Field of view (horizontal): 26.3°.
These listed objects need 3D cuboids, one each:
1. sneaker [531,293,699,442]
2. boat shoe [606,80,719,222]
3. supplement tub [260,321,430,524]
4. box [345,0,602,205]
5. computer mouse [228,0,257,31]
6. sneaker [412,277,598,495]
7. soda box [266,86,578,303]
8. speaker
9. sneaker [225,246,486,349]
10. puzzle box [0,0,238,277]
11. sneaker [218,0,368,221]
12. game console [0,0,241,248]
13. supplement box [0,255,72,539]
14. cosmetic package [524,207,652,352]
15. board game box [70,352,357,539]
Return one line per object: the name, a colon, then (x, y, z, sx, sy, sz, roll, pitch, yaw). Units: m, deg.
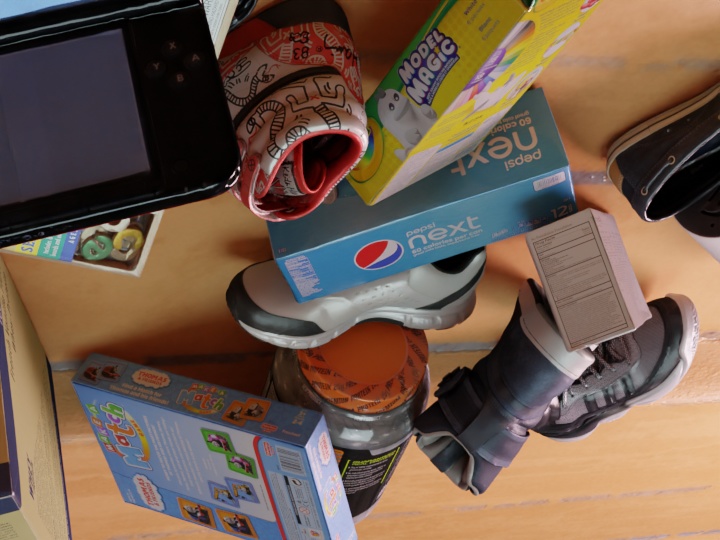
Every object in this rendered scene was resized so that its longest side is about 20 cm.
sneaker: (0.182, 0.081, 1.264, 0.113, 0.076, 0.200, 7, 145, -35)
boat shoe: (0.259, -0.096, 1.035, 0.199, 0.063, 0.074, -30, 143, 21)
supplement tub: (-0.018, 0.108, 1.181, 0.121, 0.124, 0.201, -3, 147, -18)
box: (0.072, -0.127, 0.875, 0.117, 0.049, 0.200, -30, 168, -46)
computer mouse: (-0.150, -0.137, 0.839, 0.198, 0.034, 0.059, -13, 128, -12)
sneaker: (0.107, 0.086, 1.149, 0.147, 0.077, 0.202, -50, 175, 11)
soda box: (0.038, -0.048, 1.011, 0.198, 0.068, 0.064, -17, 148, 4)
speaker: (0.303, -0.026, 1.144, 0.081, 0.082, 0.199, -29, 146, 23)
sneaker: (0.000, 0.000, 1.080, 0.198, 0.074, 0.080, -8, 145, -26)
puzzle box: (-0.153, -0.094, 0.824, 0.132, 0.026, 0.201, 11, 121, -22)
sneaker: (-0.085, -0.069, 0.890, 0.200, 0.109, 0.067, -26, 147, 19)
game console: (-0.170, -0.114, 0.721, 0.198, 0.174, 0.119, -13, 153, -5)
supplement box: (-0.277, 0.112, 1.006, 0.133, 0.202, 0.201, -12, 149, -5)
cosmetic package: (0.159, 0.006, 1.055, 0.050, 0.083, 0.200, -19, 176, 13)
board game box: (-0.108, 0.143, 1.152, 0.198, 0.037, 0.152, 12, 140, 23)
